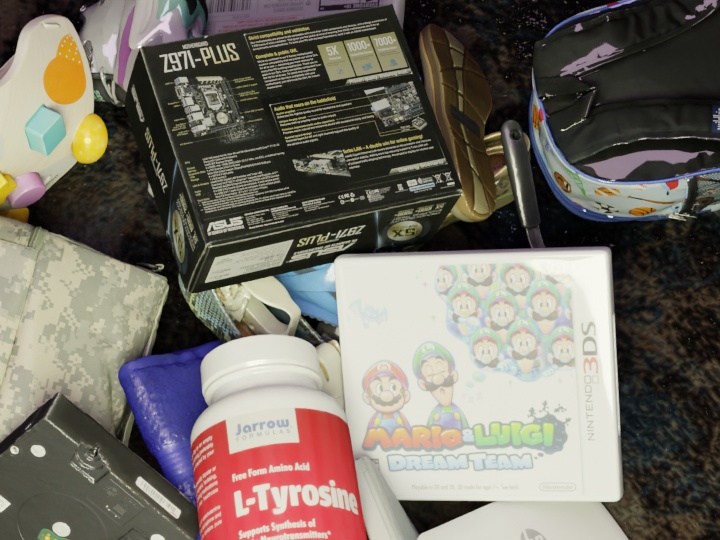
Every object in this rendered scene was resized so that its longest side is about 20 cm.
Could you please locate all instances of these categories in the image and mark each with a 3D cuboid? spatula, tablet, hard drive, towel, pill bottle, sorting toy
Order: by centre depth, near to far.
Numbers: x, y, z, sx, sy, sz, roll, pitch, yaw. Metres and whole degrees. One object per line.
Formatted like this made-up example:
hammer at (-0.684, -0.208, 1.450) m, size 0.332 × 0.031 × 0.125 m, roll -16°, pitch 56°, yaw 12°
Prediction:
pill bottle at (-0.057, 0.151, 1.255) m, size 0.112 × 0.112 × 0.200 m, roll -9°, pitch 63°, yaw -2°
hard drive at (0.046, 0.231, 1.258) m, size 0.026 × 0.132 × 0.200 m, roll -30°, pitch 31°, yaw 2°
hard drive at (-0.224, 0.187, 1.295) m, size 0.140 × 0.200 × 0.038 m, roll 42°, pitch 31°, yaw -14°
tablet at (0.134, 0.217, 1.307) m, size 0.200 × 0.014 × 0.130 m, roll -13°, pitch 63°, yaw -50°
towel at (-0.088, 0.147, 1.351) m, size 0.148 × 0.050 × 0.200 m, roll -12°, pitch 70°, yaw -42°
sorting toy at (-0.301, -0.085, 1.375) m, size 0.200 × 0.180 × 0.107 m, roll -40°, pitch 85°, yaw 24°
spatula at (0.139, -0.020, 1.415) m, size 0.056 × 0.021 × 0.200 m, roll -15°, pitch 88°, yaw -29°

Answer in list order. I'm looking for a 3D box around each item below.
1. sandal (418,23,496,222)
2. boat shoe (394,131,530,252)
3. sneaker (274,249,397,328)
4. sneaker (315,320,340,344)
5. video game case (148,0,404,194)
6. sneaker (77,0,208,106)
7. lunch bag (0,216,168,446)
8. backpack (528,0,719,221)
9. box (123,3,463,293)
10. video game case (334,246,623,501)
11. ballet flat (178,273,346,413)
sandal at (0.063, -0.114, 1.416) m, size 0.054 × 0.080 × 0.200 m, roll -27°, pitch 46°, yaw 27°
boat shoe at (0.043, -0.058, 1.448) m, size 0.200 × 0.063 × 0.073 m, roll -29°, pitch 72°, yaw -8°
sneaker at (0.000, 0.000, 1.377) m, size 0.200 × 0.079 × 0.066 m, roll 17°, pitch 30°, yaw 19°
sneaker at (0.070, 0.077, 1.405) m, size 0.200 × 0.075 × 0.115 m, roll 37°, pitch 62°, yaw 14°
video game case at (-0.067, -0.148, 1.470) m, size 0.200 × 0.024 × 0.182 m, roll -2°, pitch 70°, yaw 18°
sneaker at (-0.179, -0.139, 1.448) m, size 0.140 × 0.078 × 0.200 m, roll -22°, pitch 58°, yaw 14°
lunch bag at (-0.242, 0.072, 1.371) m, size 0.168 × 0.139 × 0.200 m, roll 14°, pitch 74°, yaw -5°
backpack at (0.225, -0.126, 1.422) m, size 0.190 × 0.154 × 0.200 m, roll -8°, pitch 62°, yaw -8°
box at (-0.051, -0.090, 1.330) m, size 0.200 × 0.086 × 0.164 m, roll -13°, pitch 71°, yaw -21°
video game case at (0.084, 0.076, 1.313) m, size 0.200 × 0.024 × 0.182 m, roll -2°, pitch 100°, yaw 16°
ballet flat at (-0.054, 0.058, 1.355) m, size 0.200 × 0.074 × 0.074 m, roll 45°, pitch 77°, yaw -5°
